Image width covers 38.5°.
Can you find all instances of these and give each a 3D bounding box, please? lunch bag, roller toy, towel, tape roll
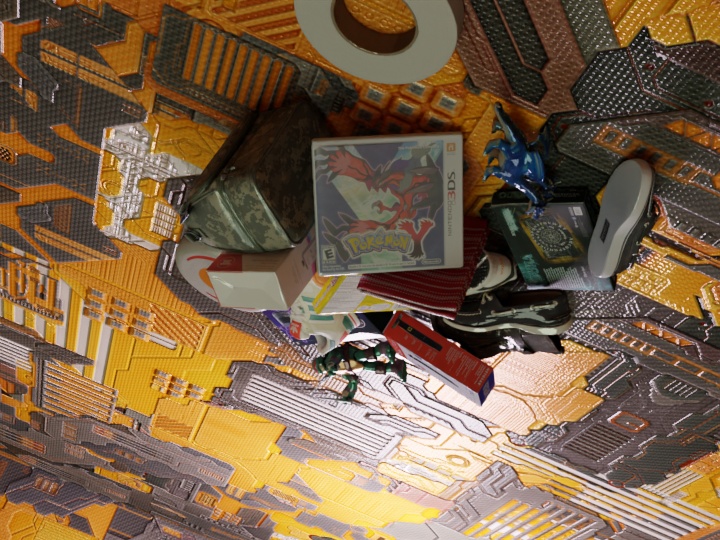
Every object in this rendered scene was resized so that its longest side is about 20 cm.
[{"bbox_3d":[-0.141,-0.121,1.405,0.167,0.201,0.140,-9,130,38],"label":"lunch bag"},{"bbox_3d":[-0.195,-0.027,1.625,0.199,0.140,0.183,12,149,23],"label":"roller toy"},{"bbox_3d":[0.091,-0.022,1.432,0.144,0.201,0.023,15,134,11],"label":"towel"},{"bbox_3d":[0.021,-0.302,1.199,0.201,0.037,0.203,14,147,10],"label":"tape roll"}]

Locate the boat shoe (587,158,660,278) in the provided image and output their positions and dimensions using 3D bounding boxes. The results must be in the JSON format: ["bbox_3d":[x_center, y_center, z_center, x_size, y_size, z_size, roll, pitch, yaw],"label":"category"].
[{"bbox_3d":[0.355,-0.066,1.343,0.066,0.070,0.201,-7,136,-14],"label":"boat shoe"}]

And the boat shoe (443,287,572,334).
[{"bbox_3d":[0.216,0.055,1.543,0.199,0.074,0.061,3,119,28],"label":"boat shoe"}]

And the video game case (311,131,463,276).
[{"bbox_3d":[0.038,-0.087,1.361,0.198,0.023,0.184,-4,106,-5],"label":"video game case"}]

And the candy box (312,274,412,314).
[{"bbox_3d":[0.036,0.023,1.496,0.199,0.027,0.102,-1,141,-35],"label":"candy box"}]

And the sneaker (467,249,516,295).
[{"bbox_3d":[0.157,0.013,1.564,0.080,0.074,0.199,2,173,-34],"label":"sneaker"}]

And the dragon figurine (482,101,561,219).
[{"bbox_3d":[0.209,-0.148,1.303,0.099,0.059,0.201,11,144,12],"label":"dragon figurine"}]

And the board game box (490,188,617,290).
[{"bbox_3d":[0.276,-0.040,1.457,0.134,0.028,0.200,1,144,28],"label":"board game box"}]

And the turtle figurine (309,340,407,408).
[{"bbox_3d":[-0.021,0.179,1.889,0.199,0.101,0.150,-12,153,18],"label":"turtle figurine"}]

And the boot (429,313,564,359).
[{"bbox_3d":[0.221,0.083,1.651,0.173,0.070,0.200,-10,144,34],"label":"boot"}]

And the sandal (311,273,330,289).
[{"bbox_3d":[0.020,-0.031,1.501,0.205,0.059,0.080,-21,104,1],"label":"sandal"}]

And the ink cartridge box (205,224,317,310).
[{"bbox_3d":[-0.113,-0.031,1.449,0.116,0.200,0.068,1,125,28],"label":"ink cartridge box"}]

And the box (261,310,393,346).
[{"bbox_3d":[-0.062,0.053,1.744,0.199,0.079,0.141,-9,140,38],"label":"box"}]

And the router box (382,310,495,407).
[{"bbox_3d":[0.133,0.146,1.689,0.179,0.049,0.200,32,173,15],"label":"router box"}]

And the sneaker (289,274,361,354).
[{"bbox_3d":[-0.082,0.056,1.582,0.070,0.094,0.200,31,167,48],"label":"sneaker"}]
